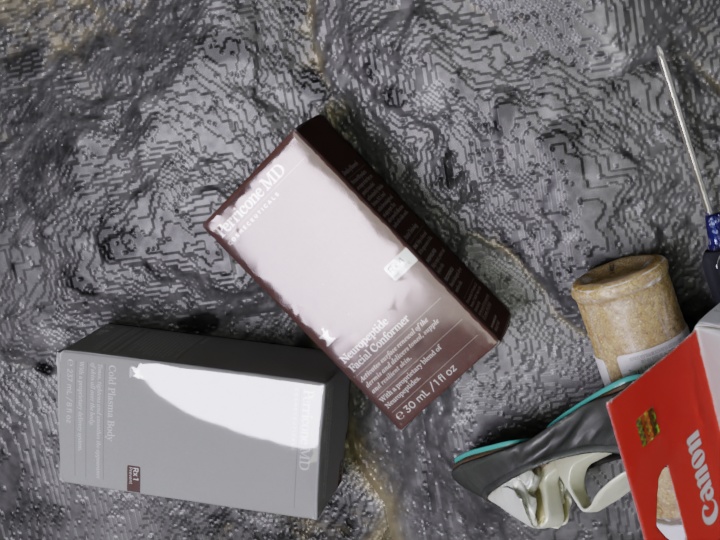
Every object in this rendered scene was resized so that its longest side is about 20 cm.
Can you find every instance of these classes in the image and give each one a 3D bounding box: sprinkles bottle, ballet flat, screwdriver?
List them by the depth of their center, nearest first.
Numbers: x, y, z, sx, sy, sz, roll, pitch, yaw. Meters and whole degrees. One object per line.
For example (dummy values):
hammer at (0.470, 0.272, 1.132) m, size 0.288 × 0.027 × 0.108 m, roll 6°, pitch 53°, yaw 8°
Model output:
screwdriver at (0.228, -0.053, 0.820) m, size 0.029 × 0.028 × 0.201 m, roll -3°, pitch 110°, yaw 43°
ballet flat at (0.129, 0.132, 0.829) m, size 0.200 × 0.068 × 0.069 m, roll -37°, pitch 55°, yaw 48°
sprinkles bottle at (0.205, 0.091, 0.845) m, size 0.068 × 0.068 × 0.201 m, roll -18°, pitch 100°, yaw 16°

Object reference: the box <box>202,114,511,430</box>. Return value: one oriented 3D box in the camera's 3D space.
box at (0.000, 0.000, 0.864) m, size 0.200 × 0.075 × 0.100 m, roll 46°, pitch 109°, yaw 0°

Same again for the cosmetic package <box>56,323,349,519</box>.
cosmetic package at (-0.112, 0.107, 0.910) m, size 0.199 × 0.090 × 0.107 m, roll 5°, pitch 103°, yaw 14°

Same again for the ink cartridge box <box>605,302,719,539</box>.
ink cartridge box at (0.244, 0.118, 0.778) m, size 0.043 × 0.173 × 0.201 m, roll 12°, pitch 129°, yaw 51°
